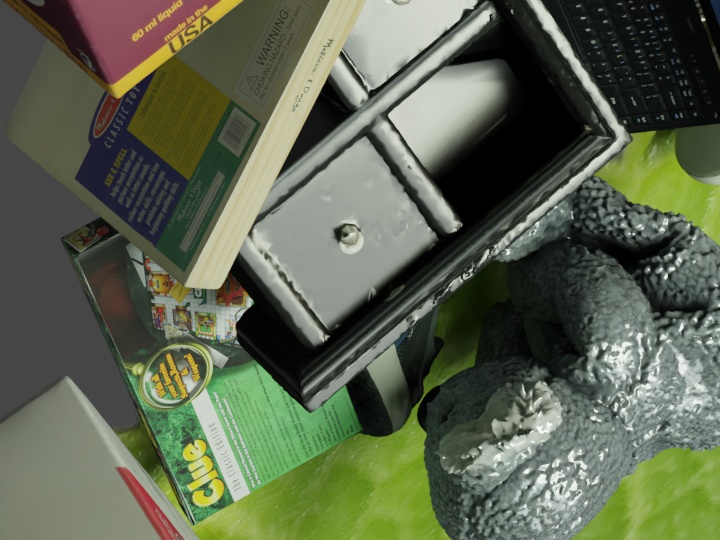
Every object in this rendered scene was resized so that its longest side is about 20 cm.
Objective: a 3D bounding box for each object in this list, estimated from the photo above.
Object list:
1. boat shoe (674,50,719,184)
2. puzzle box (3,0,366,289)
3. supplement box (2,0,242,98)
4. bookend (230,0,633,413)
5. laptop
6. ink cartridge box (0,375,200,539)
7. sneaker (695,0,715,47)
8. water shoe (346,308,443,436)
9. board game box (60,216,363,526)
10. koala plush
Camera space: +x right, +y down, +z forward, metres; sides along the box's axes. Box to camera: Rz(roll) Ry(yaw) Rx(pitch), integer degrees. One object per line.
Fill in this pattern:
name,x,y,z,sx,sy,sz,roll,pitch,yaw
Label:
boat shoe,0.260,-0.124,1.593,0.201,0.070,0.071,-53,141,-1
puzzle box,-0.067,-0.110,1.200,0.025,0.133,0.200,5,118,-54
supplement box,-0.125,-0.179,1.094,0.086,0.110,0.200,-40,143,-13
bookend,-0.015,-0.081,1.269,0.199,0.092,0.200,-39,119,-6
laptop,0.143,-0.085,1.382,0.177,0.200,0.103,60,30,-52
ink cartridge box,-0.110,0.166,1.381,0.086,0.148,0.200,-35,143,-4
sneaker,0.224,-0.156,1.510,0.200,0.089,0.077,-39,143,-15
water shoe,0.000,0.000,1.442,0.079,0.071,0.200,-56,155,-32
board game box,-0.070,0.034,1.384,0.105,0.023,0.200,-30,134,-12
koala plush,0.105,0.073,1.456,0.200,0.184,0.178,-51,152,-35
